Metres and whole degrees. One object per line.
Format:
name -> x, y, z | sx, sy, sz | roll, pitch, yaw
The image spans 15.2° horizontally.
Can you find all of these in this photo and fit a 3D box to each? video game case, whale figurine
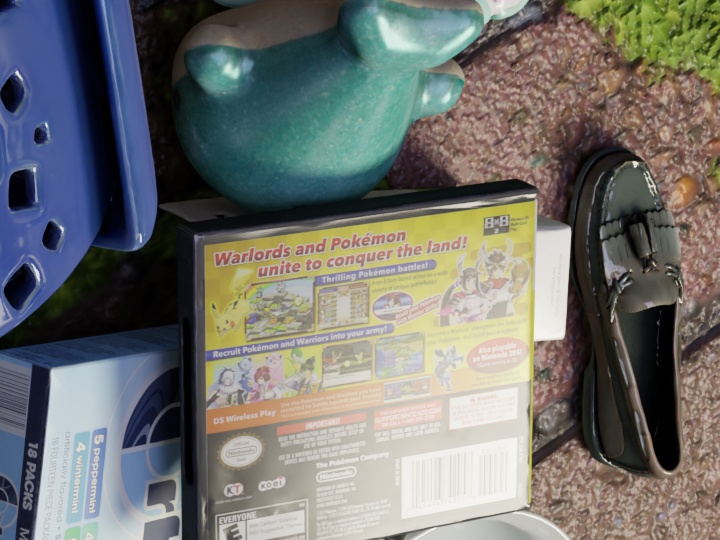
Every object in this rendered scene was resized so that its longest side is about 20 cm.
video game case -> 0.001, 0.053, 1.396 | 0.200, 0.025, 0.181 | -8, 109, -26
whale figurine -> -0.015, -0.088, 1.375 | 0.159, 0.200, 0.104 | 6, 75, -30

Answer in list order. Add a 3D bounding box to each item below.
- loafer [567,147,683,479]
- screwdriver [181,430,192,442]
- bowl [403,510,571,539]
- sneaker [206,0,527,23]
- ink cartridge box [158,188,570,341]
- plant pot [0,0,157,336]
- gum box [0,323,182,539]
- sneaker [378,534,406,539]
loafer -> 0.169, 0.027, 1.604 | 0.072, 0.063, 0.200 | -14, 110, -27
screwdriver -> -0.042, 0.064, 1.455 | 0.200, 0.028, 0.029 | -31, 158, -52
bowl -> 0.028, 0.208, 1.546 | 0.201, 0.090, 0.201 | -16, 120, -29
sneaker -> 0.012, -0.205, 1.440 | 0.200, 0.078, 0.140 | 0, 104, -31
ink cartridge box -> 0.000, 0.000, 1.465 | 0.200, 0.117, 0.067 | -3, 104, -28
plant pot -> -0.214, -0.080, 1.269 | 0.180, 0.200, 0.200 | -26, 116, -40
gum box -> -0.119, 0.117, 1.427 | 0.200, 0.045, 0.170 | -8, 109, -53
sneaker -> -0.009, 0.116, 1.489 | 0.078, 0.090, 0.200 | 49, 55, -5
